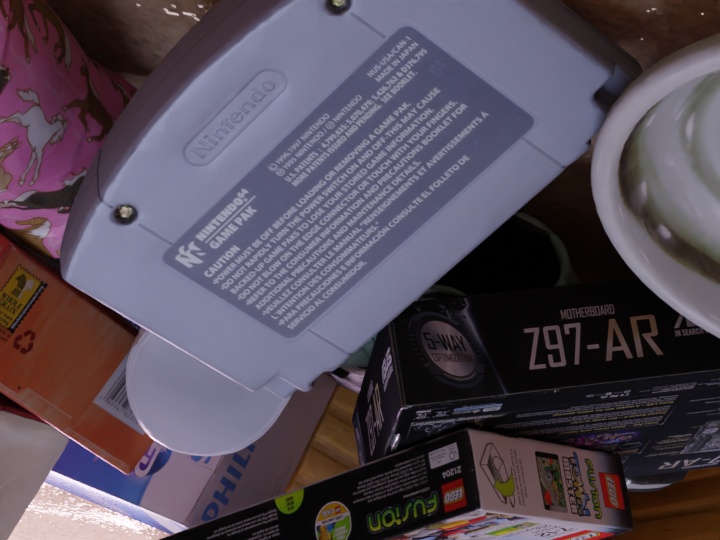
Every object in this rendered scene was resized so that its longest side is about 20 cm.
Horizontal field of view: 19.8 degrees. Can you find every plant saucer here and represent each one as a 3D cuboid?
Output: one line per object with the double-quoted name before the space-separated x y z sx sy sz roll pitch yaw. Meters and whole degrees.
"plant saucer" 0.182 -0.032 0.724 0.198 0.051 0.201 15 149 9

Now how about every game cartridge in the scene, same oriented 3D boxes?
"game cartridge" -0.012 -0.043 0.748 0.133 0.042 0.200 35 120 -25

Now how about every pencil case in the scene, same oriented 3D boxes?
"pencil case" -0.145 -0.082 0.788 0.083 0.086 0.200 43 173 31

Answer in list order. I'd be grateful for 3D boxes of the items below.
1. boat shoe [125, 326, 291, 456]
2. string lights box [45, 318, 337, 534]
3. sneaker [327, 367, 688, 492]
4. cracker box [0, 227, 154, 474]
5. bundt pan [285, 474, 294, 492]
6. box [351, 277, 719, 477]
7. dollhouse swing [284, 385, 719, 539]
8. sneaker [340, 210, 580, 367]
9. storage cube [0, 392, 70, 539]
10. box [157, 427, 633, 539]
"boat shoe" -0.047 -0.005 0.852 0.073 0.066 0.201 19 131 -5
"string lights box" -0.120 0.065 1.038 0.199 0.103 0.059 16 162 38
"sneaker" 0.067 0.051 0.999 0.199 0.075 0.085 25 163 2
"cracker box" -0.179 0.000 0.938 0.200 0.058 0.134 33 174 43
"bundt pan" -0.075 0.100 1.165 0.200 0.076 0.202 16 163 5
"box" 0.102 0.051 0.874 0.198 0.044 0.160 -6 160 -7
"dollhouse swing" 0.073 0.139 1.028 0.175 0.201 0.181 38 150 -21
"sneaker" 0.000 0.000 0.900 0.198 0.074 0.118 2 162 7
"storage cube" -0.267 0.087 0.905 0.179 0.201 0.171 29 173 19
"box" 0.007 0.117 0.901 0.199 0.035 0.110 -24 155 37
